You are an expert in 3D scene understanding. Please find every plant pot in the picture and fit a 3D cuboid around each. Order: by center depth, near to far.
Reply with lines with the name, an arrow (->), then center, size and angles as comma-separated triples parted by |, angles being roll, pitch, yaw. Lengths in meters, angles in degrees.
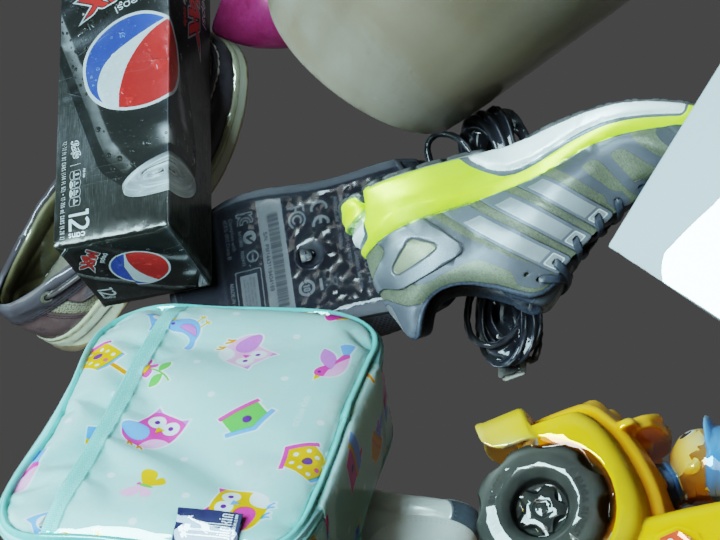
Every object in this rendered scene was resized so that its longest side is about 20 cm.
plant pot -> 0.048, -0.168, 1.038 | 0.174, 0.200, 0.200 | -50, 59, 29

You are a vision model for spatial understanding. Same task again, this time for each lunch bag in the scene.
lunch bag -> -0.077, 0.094, 1.003 | 0.160, 0.200, 0.077 | 5, 124, 14

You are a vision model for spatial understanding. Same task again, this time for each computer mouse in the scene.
computer mouse -> 0.000, 0.000, 1.105 | 0.199, 0.053, 0.139 | -9, 73, 17

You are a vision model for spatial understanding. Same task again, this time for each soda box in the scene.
soda box -> -0.117, -0.088, 1.118 | 0.063, 0.071, 0.201 | -10, 60, 12

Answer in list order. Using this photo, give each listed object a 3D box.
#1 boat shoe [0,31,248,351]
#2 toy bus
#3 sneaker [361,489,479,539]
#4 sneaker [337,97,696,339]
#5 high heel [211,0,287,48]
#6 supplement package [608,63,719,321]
boat shoe -> -0.134, -0.047, 1.182 | 0.072, 0.065, 0.200 | 39, 100, 34
toy bus -> 0.166, 0.129, 0.937 | 0.192, 0.136, 0.200 | -29, 63, 9
sneaker -> -0.023, 0.135, 1.086 | 0.200, 0.073, 0.071 | 9, 55, 36
sneaker -> 0.094, -0.024, 1.024 | 0.199, 0.074, 0.081 | -18, 79, 9
high heel -> -0.037, -0.221, 1.156 | 0.096, 0.067, 0.201 | -1, 83, 20
supplement package -> 0.237, -0.047, 0.933 | 0.156, 0.111, 0.200 | 36, 98, 31
